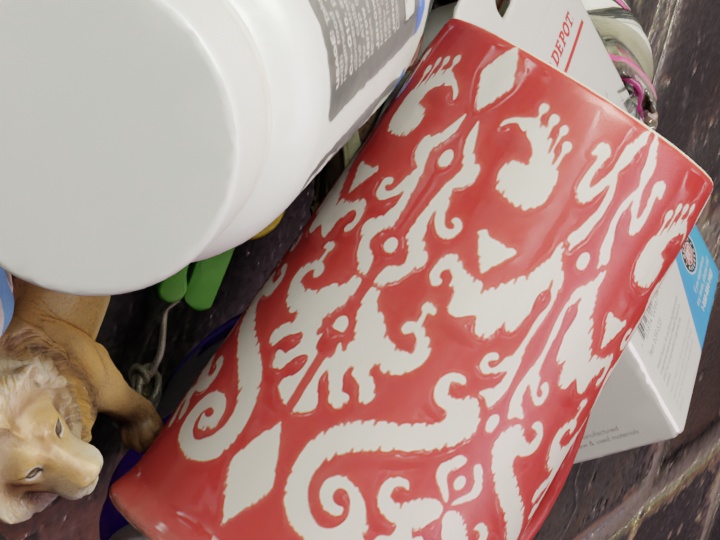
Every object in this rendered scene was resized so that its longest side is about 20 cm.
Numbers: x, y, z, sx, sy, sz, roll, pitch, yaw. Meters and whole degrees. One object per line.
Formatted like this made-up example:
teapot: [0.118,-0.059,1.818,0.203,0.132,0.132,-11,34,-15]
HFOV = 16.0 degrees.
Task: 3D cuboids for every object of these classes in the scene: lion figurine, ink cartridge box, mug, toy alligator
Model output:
lion figurine: [-0.103,-0.002,0.898,0.123,0.072,0.201,51,41,-62]
ink cartridge box: [0.066,-0.036,1.010,0.200,0.066,0.116,59,30,-25]
mug: [0.024,0.027,0.889,0.200,0.133,0.178,-58,174,1]
toy alligator: [-0.065,-0.031,0.996,0.054,0.059,0.201,28,93,-26]

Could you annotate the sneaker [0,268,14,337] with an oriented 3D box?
sneaker: [-0.148,-0.034,0.753,0.200,0.072,0.073,80,26,-57]

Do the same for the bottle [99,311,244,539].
bottle: [-0.058,0.082,1.015,0.083,0.065,0.200,-39,-170,21]

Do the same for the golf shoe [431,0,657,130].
golf shoe: [0.048,-0.127,1.084,0.200,0.072,0.092,39,34,-33]

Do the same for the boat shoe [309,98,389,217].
boat shoe: [-0.003,-0.001,1.017,0.075,0.075,0.203,26,50,-57]

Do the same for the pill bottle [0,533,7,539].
pill bottle: [-0.147,0.143,0.870,0.112,0.111,0.200,-62,160,-15]

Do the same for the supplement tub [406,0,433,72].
supplement tub: [-0.010,-0.172,0.900,0.107,0.107,0.201,-33,141,-57]

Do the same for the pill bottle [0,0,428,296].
pill bottle: [-0.054,-0.068,0.781,0.200,0.113,0.114,-52,158,-67]
